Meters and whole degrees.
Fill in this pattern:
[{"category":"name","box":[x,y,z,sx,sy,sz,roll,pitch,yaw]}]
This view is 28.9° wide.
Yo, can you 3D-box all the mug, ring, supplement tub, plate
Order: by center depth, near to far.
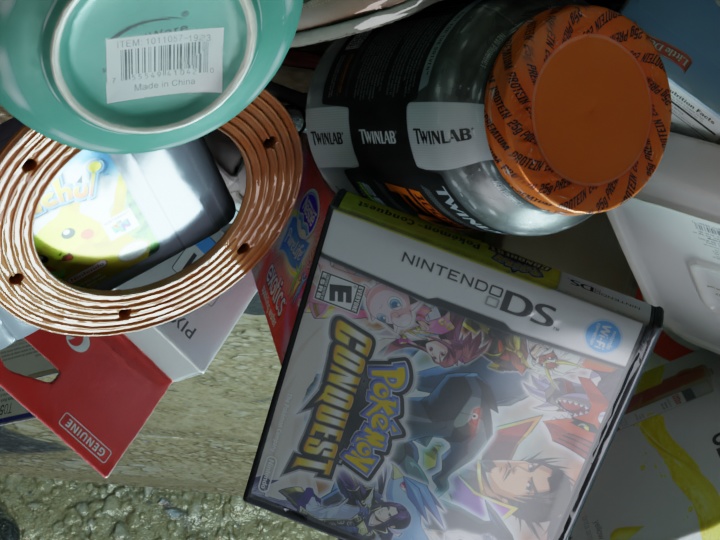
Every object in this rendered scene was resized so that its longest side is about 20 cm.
[{"category":"mug","box":[-0.089,-0.137,0.597,0.185,0.115,0.152,-42,135,16]},{"category":"supplement tub","box":[0.062,-0.082,0.731,0.122,0.123,0.200,12,179,-26]},{"category":"plate","box":[0.215,0.004,0.776,0.199,0.032,0.200,24,158,41]},{"category":"ring","box":[-0.126,-0.039,0.803,0.199,0.019,0.201,-20,142,-17]}]

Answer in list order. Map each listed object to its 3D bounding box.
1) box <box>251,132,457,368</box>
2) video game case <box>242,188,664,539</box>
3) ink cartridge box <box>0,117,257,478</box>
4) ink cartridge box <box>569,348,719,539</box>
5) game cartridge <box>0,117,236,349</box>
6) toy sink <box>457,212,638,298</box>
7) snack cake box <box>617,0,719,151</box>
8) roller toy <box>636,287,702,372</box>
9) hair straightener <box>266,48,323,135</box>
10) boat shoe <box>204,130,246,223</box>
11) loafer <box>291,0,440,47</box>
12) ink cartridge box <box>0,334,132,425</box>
[{"category":"box","box":[0.000,0.000,0.879,0.094,0.103,0.200,19,-161,-19]},{"category":"video game case","box":[0.043,0.076,0.759,0.180,0.201,0.026,20,-152,5]},{"category":"ink cartridge box","box":[-0.179,0.004,0.913,0.200,0.177,0.045,45,144,-19]},{"category":"ink cartridge box","box":[0.194,0.137,0.868,0.199,0.146,0.084,-24,123,11]},{"category":"game cartridge","box":[-0.180,-0.032,0.816,0.199,0.041,0.134,-29,138,-5]},{"category":"toy sink","box":[0.110,-0.019,0.933,0.112,0.201,0.130,29,155,-19]},{"category":"snack cake box","box":[0.212,-0.069,0.762,0.200,0.067,0.115,37,161,3]},{"category":"roller toy","box":[0.255,0.019,0.999,0.198,0.184,0.140,-1,161,13]},{"category":"hair straightener","box":[-0.050,-0.099,0.851,0.199,0.078,0.041,9,-172,-22]},{"category":"boat shoe","box":[-0.084,-0.077,0.947,0.065,0.073,0.200,-5,162,11]},{"category":"loafer","box":[0.030,-0.162,0.693,0.199,0.063,0.072,-9,-161,37]},{"category":"ink cartridge box","box":[-0.213,0.015,1.040,0.040,0.202,0.199,18,158,-40]}]
